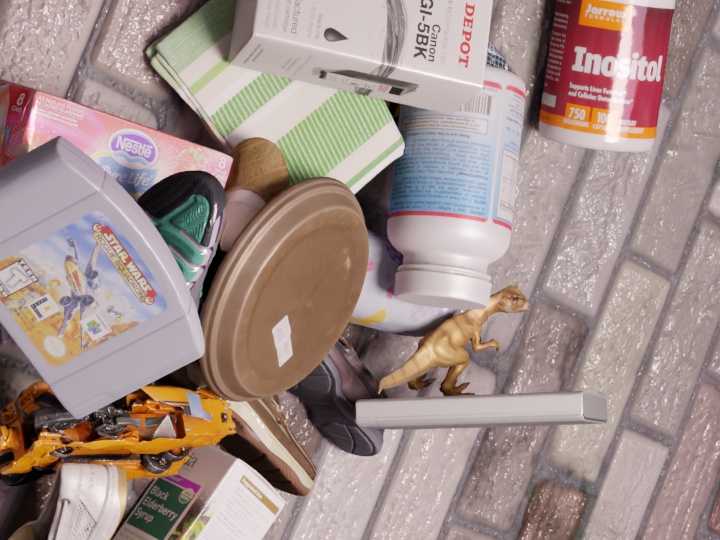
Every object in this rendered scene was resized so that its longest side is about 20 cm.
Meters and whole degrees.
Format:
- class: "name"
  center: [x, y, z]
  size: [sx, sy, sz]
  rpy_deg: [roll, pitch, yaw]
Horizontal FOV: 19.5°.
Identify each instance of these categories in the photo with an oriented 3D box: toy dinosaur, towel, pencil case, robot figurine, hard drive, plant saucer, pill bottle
- class: "toy dinosaur"
  center: [0.064, 0.075, 1.858]
  size: [0.200, 0.060, 0.107]
  rpy_deg: [-36, 148, -30]
- class: "towel"
  center: [-0.065, -0.142, 1.730]
  size: [0.152, 0.023, 0.200]
  rpy_deg: [-41, 99, -24]
- class: "pencil case"
  center: [0.000, 0.000, 1.847]
  size: [0.199, 0.083, 0.091]
  rpy_deg: [15, 75, -44]
- class: "robot figurine"
  center: [-0.209, 0.129, 1.679]
  size: [0.199, 0.145, 0.059]
  rpy_deg: [6, 59, -39]
- class: "hard drive"
  center: [0.109, 0.124, 1.846]
  size: [0.132, 0.199, 0.026]
  rpy_deg: [18, 70, -73]
- class: "plant saucer"
  center: [-0.055, 0.021, 1.694]
  size: [0.200, 0.029, 0.201]
  rpy_deg: [-40, 146, -34]
- class: "pill bottle"
  center: [0.080, -0.072, 1.804]
  size: [0.108, 0.108, 0.202]
  rpy_deg: [14, 79, -43]
- class: "pill bottle"
  center: [0.235, -0.218, 1.974]
  size: [0.112, 0.113, 0.202]
  rpy_deg: [-3, 104, -42]

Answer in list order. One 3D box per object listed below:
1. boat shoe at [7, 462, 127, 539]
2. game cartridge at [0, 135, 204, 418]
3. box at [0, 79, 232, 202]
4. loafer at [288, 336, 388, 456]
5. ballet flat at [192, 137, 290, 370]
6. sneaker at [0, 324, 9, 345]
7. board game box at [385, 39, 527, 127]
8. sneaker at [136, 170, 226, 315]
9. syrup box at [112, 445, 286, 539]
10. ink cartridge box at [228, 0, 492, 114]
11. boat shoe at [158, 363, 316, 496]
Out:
- class: "boat shoe"
  center: [-0.255, 0.230, 1.677]
  size: [0.069, 0.071, 0.201]
  rpy_deg: [17, 115, -24]
- class: "game cartridge"
  center: [-0.205, 0.006, 1.527]
  size: [0.133, 0.042, 0.201]
  rpy_deg: [-25, 117, 17]
- class: "box"
  center: [-0.211, -0.076, 1.619]
  size: [0.199, 0.102, 0.095]
  rpy_deg: [17, 91, -43]
- class: "loafer"
  center: [-0.029, 0.088, 1.868]
  size: [0.200, 0.071, 0.063]
  rpy_deg: [58, 46, -44]
- class: "ballet flat"
  center: [-0.102, -0.005, 1.682]
  size: [0.072, 0.067, 0.201]
  rpy_deg: [-52, 159, -69]
- class: "sneaker"
  center: [-0.331, -0.016, 1.551]
  size: [0.088, 0.080, 0.201]
  rpy_deg: [-37, 119, -22]
- class: "board game box"
  center: [0.058, -0.174, 1.880]
  size: [0.136, 0.035, 0.200]
  rpy_deg: [-56, 131, -15]
- class: "sneaker"
  center: [-0.146, 0.000, 1.606]
  size: [0.087, 0.074, 0.201]
  rpy_deg: [-21, 147, -57]
- class: "syrup box"
  center: [-0.160, 0.247, 1.778]
  size: [0.201, 0.079, 0.081]
  rpy_deg: [-56, 131, -15]
- class: "ink cartridge box"
  center: [0.005, -0.224, 1.704]
  size: [0.199, 0.083, 0.148]
  rpy_deg: [11, 76, -16]
- class: "boat shoe"
  center: [-0.091, 0.116, 1.807]
  size: [0.075, 0.074, 0.202]
  rpy_deg: [-57, 132, -21]
